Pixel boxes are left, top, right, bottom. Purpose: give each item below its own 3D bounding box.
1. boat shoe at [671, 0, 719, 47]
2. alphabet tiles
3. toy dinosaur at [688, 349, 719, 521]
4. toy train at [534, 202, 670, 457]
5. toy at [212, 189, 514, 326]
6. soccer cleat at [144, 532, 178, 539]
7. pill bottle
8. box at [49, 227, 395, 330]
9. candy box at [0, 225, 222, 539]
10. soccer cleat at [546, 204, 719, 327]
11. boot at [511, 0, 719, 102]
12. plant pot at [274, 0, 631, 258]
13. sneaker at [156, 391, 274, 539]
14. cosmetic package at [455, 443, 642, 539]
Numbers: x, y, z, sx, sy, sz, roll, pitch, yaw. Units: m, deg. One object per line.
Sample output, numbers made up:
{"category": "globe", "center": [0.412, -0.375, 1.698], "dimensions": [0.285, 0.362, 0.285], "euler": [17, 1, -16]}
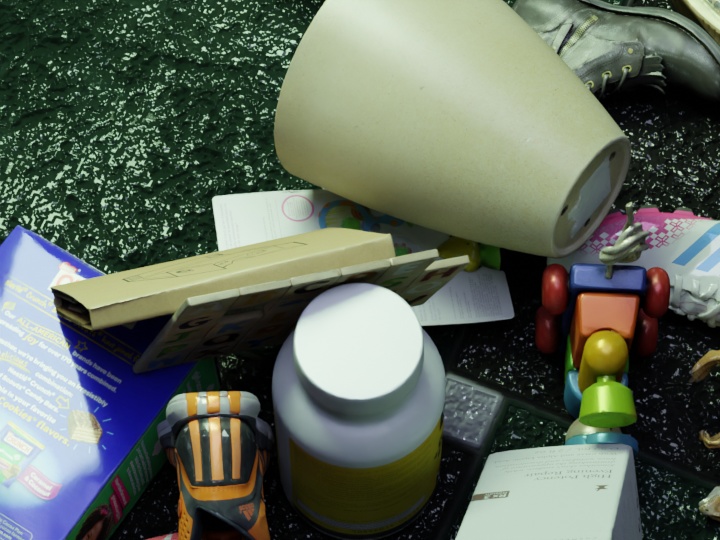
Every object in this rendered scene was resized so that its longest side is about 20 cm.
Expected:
{"category": "boat shoe", "center": [0.285, -0.179, 1.707], "dimensions": [0.063, 0.073, 0.200], "euler": [-38, 54, 1]}
{"category": "alphabet tiles", "center": [-0.035, 0.025, 1.499], "dimensions": [0.199, 0.167, 0.008], "euler": [-11, 77, -20]}
{"category": "toy dinosaur", "center": [0.288, 0.079, 1.588], "dimensions": [0.106, 0.060, 0.200], "euler": [38, 97, 23]}
{"category": "toy train", "center": [0.162, 0.050, 1.535], "dimensions": [0.084, 0.200, 0.116], "euler": [2, 67, 1]}
{"category": "toy", "center": [0.000, 0.000, 1.645], "dimensions": [0.199, 0.047, 0.116], "euler": [-5, 58, -8]}
{"category": "soccer cleat", "center": [-0.125, 0.262, 1.499], "dimensions": [0.073, 0.068, 0.201], "euler": [1, 59, 9]}
{"category": "pill bottle", "center": [-0.001, 0.090, 1.510], "dimensions": [0.111, 0.200, 0.113], "euler": [0, 62, 0]}
{"category": "box", "center": [-0.091, 0.003, 1.512], "dimensions": [0.199, 0.163, 0.021], "euler": [-12, 96, -15]}
{"category": "candy box", "center": [-0.218, 0.096, 1.577], "dimensions": [0.169, 0.077, 0.200], "euler": [30, 67, 16]}
{"category": "soccer cleat", "center": [0.232, 0.003, 1.630], "dimensions": [0.199, 0.070, 0.087], "euler": [-4, 62, -3]}
{"category": "boot", "center": [0.157, -0.120, 1.706], "dimensions": [0.199, 0.069, 0.175], "euler": [27, 71, 18]}
{"category": "plant pot", "center": [0.077, -0.098, 1.582], "dimensions": [0.200, 0.188, 0.187], "euler": [32, 66, 22]}
{"category": "sneaker", "center": [-0.093, 0.147, 1.493], "dimensions": [0.077, 0.200, 0.113], "euler": [-3, 77, 2]}
{"category": "cosmetic package", "center": [0.119, 0.174, 1.462], "dimensions": [0.101, 0.200, 0.074], "euler": [-6, 102, 11]}
